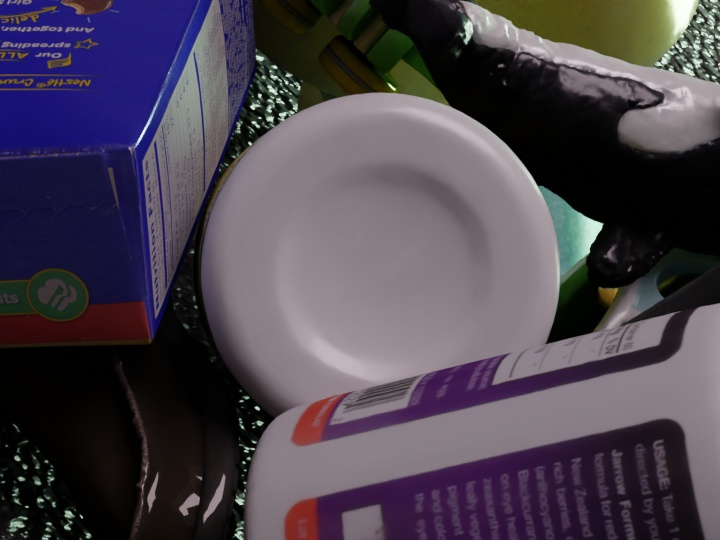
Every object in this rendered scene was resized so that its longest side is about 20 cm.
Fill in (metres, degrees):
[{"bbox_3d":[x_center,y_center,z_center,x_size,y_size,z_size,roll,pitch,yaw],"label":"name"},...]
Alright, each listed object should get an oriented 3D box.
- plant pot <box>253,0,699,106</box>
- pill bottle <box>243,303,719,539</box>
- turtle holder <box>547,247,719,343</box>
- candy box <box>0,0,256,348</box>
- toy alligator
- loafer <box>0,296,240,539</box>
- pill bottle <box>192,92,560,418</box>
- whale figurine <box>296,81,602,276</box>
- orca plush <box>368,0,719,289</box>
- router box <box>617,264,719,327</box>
[{"bbox_3d":[0.041,-0.176,1.140,0.200,0.142,0.200,1,48,-1],"label":"plant pot"},{"bbox_3d":[0.078,0.072,0.837,0.111,0.200,0.112,-14,90,-69],"label":"pill bottle"},{"bbox_3d":[0.130,0.042,1.077,0.132,0.141,0.186,39,60,-14],"label":"turtle holder"},{"bbox_3d":[-0.132,-0.053,0.981,0.169,0.077,0.200,-1,29,10],"label":"candy box"},{"bbox_3d":[-0.020,-0.121,1.055,0.200,0.059,0.054,47,10,19],"label":"toy alligator"},{"bbox_3d":[-0.092,0.043,0.976,0.071,0.073,0.200,2,35,-21],"label":"loafer"},{"bbox_3d":[0.000,0.000,1.005,0.112,0.113,0.200,31,-1,-4],"label":"pill bottle"},{"bbox_3d":[0.058,-0.039,1.187,0.159,0.104,0.200,9,41,-36],"label":"whale figurine"},{"bbox_3d":[0.091,-0.032,0.996,0.200,0.105,0.071,26,66,-42],"label":"orca plush"},{"bbox_3d":[0.083,0.098,0.928,0.051,0.200,0.149,49,13,-47],"label":"router box"}]
